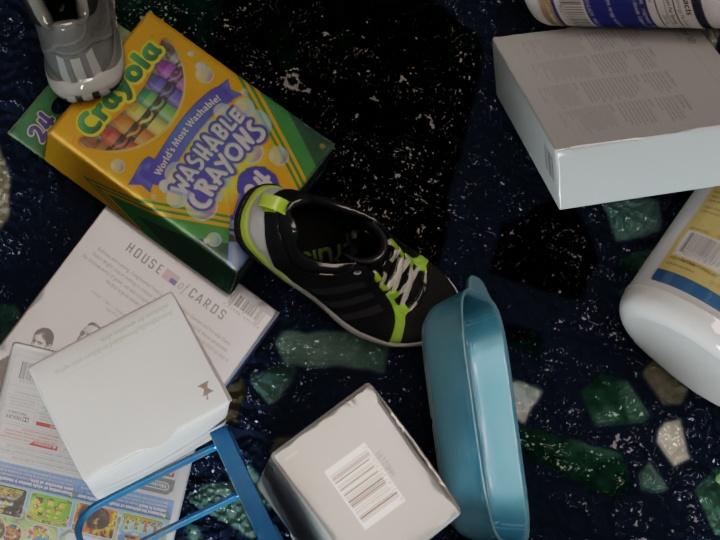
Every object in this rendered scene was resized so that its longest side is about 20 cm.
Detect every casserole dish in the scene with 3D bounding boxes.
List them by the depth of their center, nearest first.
[{"bbox_3d":[0.079,0.105,1.620,0.039,0.121,0.202,-10,80,16],"label":"casserole dish"}]

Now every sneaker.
[{"bbox_3d":[0.000,0.000,1.613,0.199,0.083,0.072,26,75,-30],"label":"sneaker"},{"bbox_3d":[-0.211,-0.226,1.627,0.075,0.116,0.201,-17,56,-2],"label":"sneaker"}]

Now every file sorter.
[{"bbox_3d":[-0.089,0.236,1.516,0.122,0.139,0.201,-26,127,-6],"label":"file sorter"}]

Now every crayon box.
[{"bbox_3d":[-0.136,-0.094,1.656,0.199,0.052,0.126,35,67,4],"label":"crayon box"}]

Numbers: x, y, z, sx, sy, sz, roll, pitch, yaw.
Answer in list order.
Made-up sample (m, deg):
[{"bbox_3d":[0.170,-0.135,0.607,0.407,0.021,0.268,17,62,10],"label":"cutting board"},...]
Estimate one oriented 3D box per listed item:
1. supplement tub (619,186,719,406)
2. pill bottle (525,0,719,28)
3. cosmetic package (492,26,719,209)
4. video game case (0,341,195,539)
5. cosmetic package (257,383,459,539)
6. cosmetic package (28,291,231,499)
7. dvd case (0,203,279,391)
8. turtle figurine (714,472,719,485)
[{"bbox_3d":[0.292,-0.011,1.640,0.144,0.145,0.200,36,79,3],"label":"supplement tub"},{"bbox_3d":[0.222,-0.231,1.656,0.199,0.116,0.117,4,77,24],"label":"pill bottle"},{"bbox_3d":[0.187,-0.116,1.633,0.150,0.200,0.052,-10,119,-5],"label":"cosmetic package"},{"bbox_3d":[-0.197,0.163,1.607,0.142,0.018,0.201,13,79,-2],"label":"video game case"},{"bbox_3d":[-0.005,0.152,1.550,0.090,0.200,0.107,-36,86,-8],"label":"cosmetic package"},{"bbox_3d":[-0.148,0.086,1.513,0.107,0.200,0.085,-27,83,-9],"label":"cosmetic package"},{"bbox_3d":[-0.174,0.067,1.648,0.150,0.025,0.200,36,78,3],"label":"dvd case"},{"bbox_3d":[0.325,0.229,1.633,0.143,0.200,0.195,-24,60,13],"label":"turtle figurine"}]
